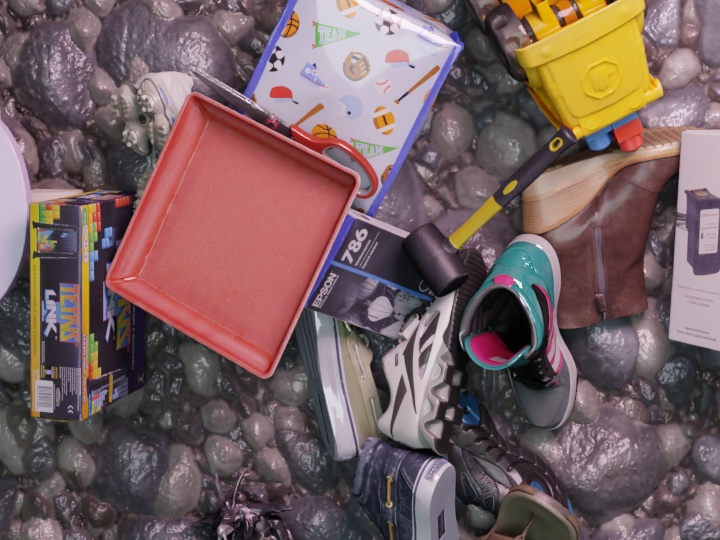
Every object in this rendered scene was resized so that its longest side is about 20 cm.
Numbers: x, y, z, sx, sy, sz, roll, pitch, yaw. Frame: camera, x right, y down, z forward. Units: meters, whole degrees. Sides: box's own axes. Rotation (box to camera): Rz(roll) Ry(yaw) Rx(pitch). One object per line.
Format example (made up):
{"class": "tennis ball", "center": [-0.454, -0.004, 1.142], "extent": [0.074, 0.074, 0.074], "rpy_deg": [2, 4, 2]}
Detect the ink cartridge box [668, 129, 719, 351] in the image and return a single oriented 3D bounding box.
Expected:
{"class": "ink cartridge box", "center": [0.372, -0.031, 1.503], "extent": [0.144, 0.084, 0.201], "rpy_deg": [-2, 99, -32]}

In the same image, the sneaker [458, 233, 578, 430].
{"class": "sneaker", "center": [0.151, 0.079, 1.524], "extent": [0.083, 0.121, 0.201], "rpy_deg": [2, 113, 31]}

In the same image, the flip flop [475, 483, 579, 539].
{"class": "flip flop", "center": [0.144, 0.272, 1.550], "extent": [0.081, 0.058, 0.200], "rpy_deg": [36, 138, 0]}

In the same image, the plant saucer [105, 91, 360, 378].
{"class": "plant saucer", "center": [-0.112, -0.033, 1.460], "extent": [0.199, 0.037, 0.200], "rpy_deg": [28, 98, 24]}

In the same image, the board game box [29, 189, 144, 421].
{"class": "board game box", "center": [-0.257, 0.029, 1.538], "extent": [0.057, 0.165, 0.201], "rpy_deg": [3, 99, 14]}

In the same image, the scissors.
{"class": "scissors", "center": [-0.067, -0.132, 1.477], "extent": [0.073, 0.014, 0.200], "rpy_deg": [-34, 106, 32]}

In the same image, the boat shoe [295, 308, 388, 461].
{"class": "boat shoe", "center": [-0.020, 0.087, 1.591], "extent": [0.062, 0.072, 0.201], "rpy_deg": [-14, 101, -19]}

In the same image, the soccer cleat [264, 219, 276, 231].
{"class": "soccer cleat", "center": [-0.121, -0.002, 1.547], "extent": [0.068, 0.073, 0.200], "rpy_deg": [42, 123, -5]}

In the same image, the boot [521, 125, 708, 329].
{"class": "boot", "center": [0.259, -0.042, 1.559], "extent": [0.199, 0.072, 0.167], "rpy_deg": [-16, 108, 4]}

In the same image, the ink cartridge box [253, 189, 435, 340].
{"class": "ink cartridge box", "center": [0.000, 0.000, 1.521], "extent": [0.200, 0.039, 0.100], "rpy_deg": [20, 103, -44]}

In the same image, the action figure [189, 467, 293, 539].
{"class": "action figure", "center": [-0.111, 0.303, 1.601], "extent": [0.119, 0.102, 0.201], "rpy_deg": [-15, 98, 17]}

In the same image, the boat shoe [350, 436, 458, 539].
{"class": "boat shoe", "center": [0.043, 0.247, 1.585], "extent": [0.091, 0.071, 0.201], "rpy_deg": [21, 132, 25]}

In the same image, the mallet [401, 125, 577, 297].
{"class": "mallet", "center": [0.114, -0.065, 1.465], "extent": [0.066, 0.041, 0.200], "rpy_deg": [47, 115, 19]}

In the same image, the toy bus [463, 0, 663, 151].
{"class": "toy bus", "center": [0.197, -0.202, 1.492], "extent": [0.135, 0.200, 0.192], "rpy_deg": [-28, 124, 2]}

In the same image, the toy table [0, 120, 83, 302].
{"class": "toy table", "center": [-0.371, -0.063, 1.561], "extent": [0.183, 0.117, 0.201], "rpy_deg": [12, 98, 2]}

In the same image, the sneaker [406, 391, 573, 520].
{"class": "sneaker", "center": [0.132, 0.209, 1.598], "extent": [0.200, 0.073, 0.082], "rpy_deg": [48, 120, -2]}

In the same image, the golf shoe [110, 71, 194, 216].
{"class": "golf shoe", "center": [-0.172, -0.096, 1.558], "extent": [0.078, 0.097, 0.201], "rpy_deg": [6, 113, 31]}

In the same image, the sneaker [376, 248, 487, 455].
{"class": "sneaker", "center": [0.063, 0.070, 1.544], "extent": [0.088, 0.074, 0.201], "rpy_deg": [9, 76, 32]}

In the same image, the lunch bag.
{"class": "lunch bag", "center": [-0.019, -0.166, 1.519], "extent": [0.170, 0.124, 0.200], "rpy_deg": [25, 104, -2]}
